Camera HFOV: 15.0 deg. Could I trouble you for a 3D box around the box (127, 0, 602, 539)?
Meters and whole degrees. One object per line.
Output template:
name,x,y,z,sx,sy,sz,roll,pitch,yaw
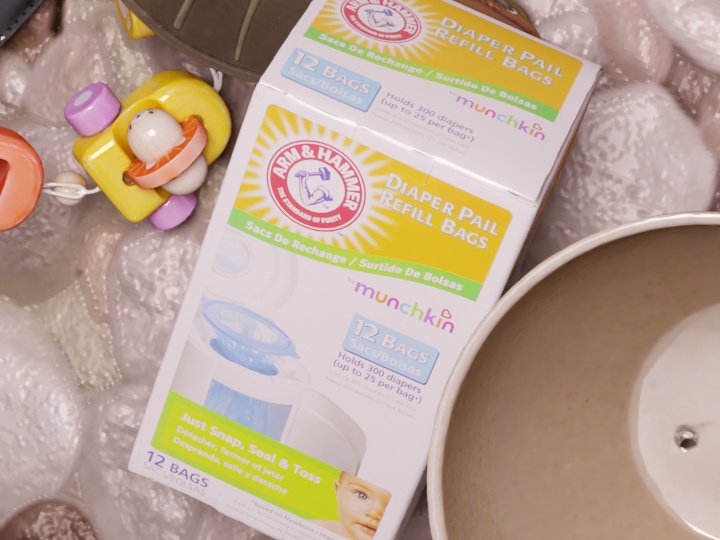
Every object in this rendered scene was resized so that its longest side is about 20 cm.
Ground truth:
box,0.000,0.000,1.035,0.112,0.101,0.200,25,128,4

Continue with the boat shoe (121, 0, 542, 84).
boat shoe,-0.019,-0.112,1.073,0.200,0.068,0.072,31,133,-13

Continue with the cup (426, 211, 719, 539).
cup,0.139,0.069,1.004,0.200,0.143,0.201,2,99,16

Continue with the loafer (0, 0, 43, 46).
loafer,-0.133,-0.160,1.146,0.201,0.068,0.070,-56,47,12

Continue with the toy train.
toy train,-0.110,-0.086,1.110,0.200,0.150,0.056,-64,27,9
